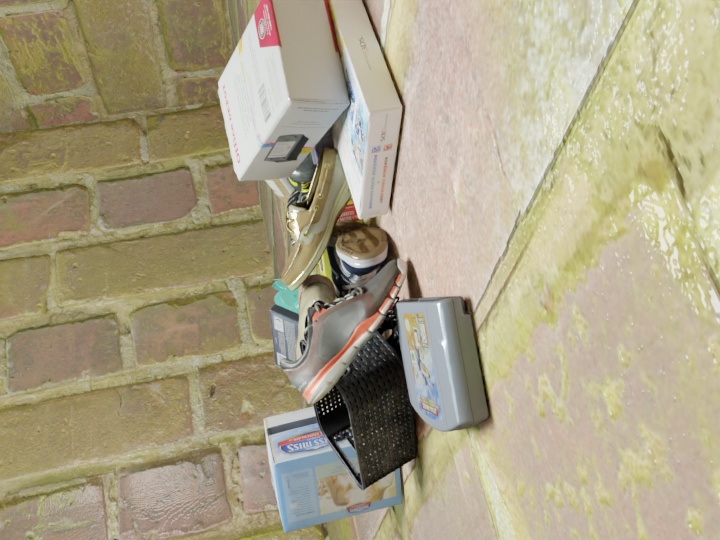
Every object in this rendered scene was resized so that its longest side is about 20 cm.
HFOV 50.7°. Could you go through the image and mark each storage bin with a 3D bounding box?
[{"bbox_3d":[-0.001,0.175,1.018,0.135,0.092,0.203,46,153,44],"label":"storage bin"}]

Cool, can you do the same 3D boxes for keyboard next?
[{"bbox_3d":[0.040,0.105,0.999,0.200,0.039,0.106,111,147,-69],"label":"keyboard"}]

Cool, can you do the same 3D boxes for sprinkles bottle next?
[{"bbox_3d":[-0.129,-0.159,1.389,0.201,0.067,0.069,54,-168,-47],"label":"sprinkles bottle"}]

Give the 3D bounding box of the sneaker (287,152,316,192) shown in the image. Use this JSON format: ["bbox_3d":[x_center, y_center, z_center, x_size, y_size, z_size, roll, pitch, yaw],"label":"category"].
[{"bbox_3d":[-0.086,-0.166,1.224,0.086,0.074,0.200,62,178,-22],"label":"sneaker"}]

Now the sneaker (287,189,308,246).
[{"bbox_3d":[-0.072,-0.084,1.304,0.090,0.077,0.203,43,-148,-36],"label":"sneaker"}]

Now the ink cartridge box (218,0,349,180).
[{"bbox_3d":[-0.101,-0.222,0.939,0.200,0.084,0.151,-37,63,58],"label":"ink cartridge box"}]

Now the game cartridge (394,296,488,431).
[{"bbox_3d":[0.079,0.096,0.791,0.200,0.041,0.136,162,102,-80],"label":"game cartridge"}]

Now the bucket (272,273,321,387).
[{"bbox_3d":[-0.074,0.098,1.354,0.207,0.132,0.212,169,90,-79],"label":"bucket"}]

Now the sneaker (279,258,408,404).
[{"bbox_3d":[-0.022,0.056,0.890,0.081,0.201,0.077,37,172,6],"label":"sneaker"}]

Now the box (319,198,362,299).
[{"bbox_3d":[-0.025,-0.004,1.161,0.050,0.074,0.205,-151,52,-74],"label":"box"}]

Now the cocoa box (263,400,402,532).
[{"bbox_3d":[-0.045,0.303,1.208,0.131,0.196,0.136,-125,27,-65],"label":"cocoa box"}]

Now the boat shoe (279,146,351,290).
[{"bbox_3d":[-0.068,-0.073,1.032,0.203,0.065,0.074,-63,18,6],"label":"boat shoe"}]

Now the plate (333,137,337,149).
[{"bbox_3d":[-0.061,-0.263,1.157,0.202,0.032,0.202,80,172,-48],"label":"plate"}]

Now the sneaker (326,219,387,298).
[{"bbox_3d":[0.000,0.000,1.041,0.200,0.069,0.111,-141,37,-70],"label":"sneaker"}]

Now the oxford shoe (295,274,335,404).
[{"bbox_3d":[-0.061,0.113,1.079,0.074,0.069,0.204,-101,5,-67],"label":"oxford shoe"}]

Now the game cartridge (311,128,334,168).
[{"bbox_3d":[-0.079,-0.243,1.079,0.202,0.038,0.131,-114,6,-46],"label":"game cartridge"}]

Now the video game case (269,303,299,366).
[{"bbox_3d":[-0.049,0.138,1.178,0.019,0.197,0.144,-57,-20,-37],"label":"video game case"}]

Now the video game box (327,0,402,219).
[{"bbox_3d":[-0.003,-0.200,0.923,0.184,0.046,0.203,93,164,-57],"label":"video game box"}]
